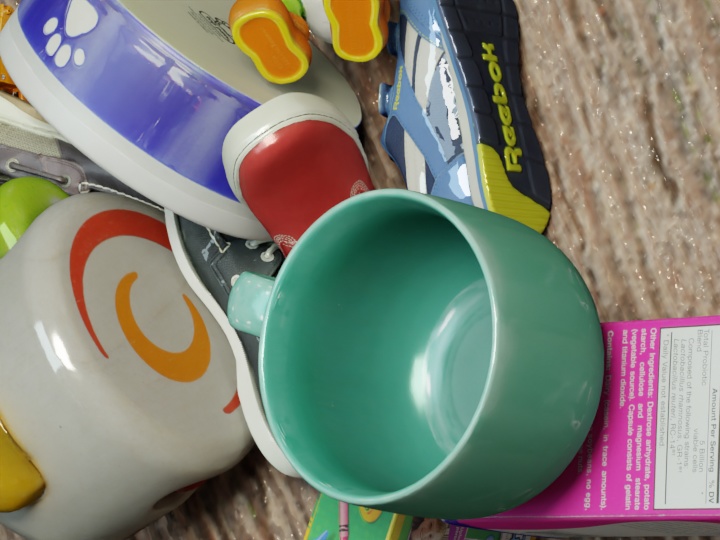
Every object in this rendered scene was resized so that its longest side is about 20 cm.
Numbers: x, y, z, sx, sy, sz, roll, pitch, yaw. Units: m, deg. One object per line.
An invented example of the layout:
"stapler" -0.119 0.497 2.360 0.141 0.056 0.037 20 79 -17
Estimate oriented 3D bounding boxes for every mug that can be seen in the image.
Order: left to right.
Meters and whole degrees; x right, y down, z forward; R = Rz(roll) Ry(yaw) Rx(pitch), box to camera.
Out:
"mug" 0.036 0.033 1.448 0.152 0.114 0.185 -49 52 23

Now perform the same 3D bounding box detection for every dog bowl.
"dog bowl" -0.100 -0.108 1.672 0.079 0.200 0.200 -54 52 18

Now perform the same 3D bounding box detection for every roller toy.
"roller toy" -0.157 0.064 1.702 0.140 0.182 0.201 -36 43 32

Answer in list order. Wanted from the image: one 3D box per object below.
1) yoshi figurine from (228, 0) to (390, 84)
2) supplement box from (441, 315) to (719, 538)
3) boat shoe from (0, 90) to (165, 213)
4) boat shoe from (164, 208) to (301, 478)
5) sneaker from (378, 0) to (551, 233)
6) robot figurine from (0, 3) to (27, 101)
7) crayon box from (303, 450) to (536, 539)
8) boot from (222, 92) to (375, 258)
"yoshi figurine" -0.023 -0.205 1.645 0.200 0.112 0.112 -82 19 -47
"supplement box" 0.149 0.081 1.483 0.199 0.101 0.104 -3 79 41
"boat shoe" -0.179 -0.056 1.793 0.199 0.072 0.065 23 86 19
"boat shoe" -0.049 0.017 1.694 0.060 0.075 0.201 -37 72 34
"sneaker" 0.043 -0.101 1.630 0.082 0.074 0.201 -23 67 39
"robot figurine" -0.247 -0.061 1.891 0.145 0.058 0.201 -11 75 40
"crayon box" 0.018 0.187 1.569 0.058 0.119 0.201 22 97 42
"boot" 0.000 0.000 1.577 0.072 0.200 0.145 -31 59 2
